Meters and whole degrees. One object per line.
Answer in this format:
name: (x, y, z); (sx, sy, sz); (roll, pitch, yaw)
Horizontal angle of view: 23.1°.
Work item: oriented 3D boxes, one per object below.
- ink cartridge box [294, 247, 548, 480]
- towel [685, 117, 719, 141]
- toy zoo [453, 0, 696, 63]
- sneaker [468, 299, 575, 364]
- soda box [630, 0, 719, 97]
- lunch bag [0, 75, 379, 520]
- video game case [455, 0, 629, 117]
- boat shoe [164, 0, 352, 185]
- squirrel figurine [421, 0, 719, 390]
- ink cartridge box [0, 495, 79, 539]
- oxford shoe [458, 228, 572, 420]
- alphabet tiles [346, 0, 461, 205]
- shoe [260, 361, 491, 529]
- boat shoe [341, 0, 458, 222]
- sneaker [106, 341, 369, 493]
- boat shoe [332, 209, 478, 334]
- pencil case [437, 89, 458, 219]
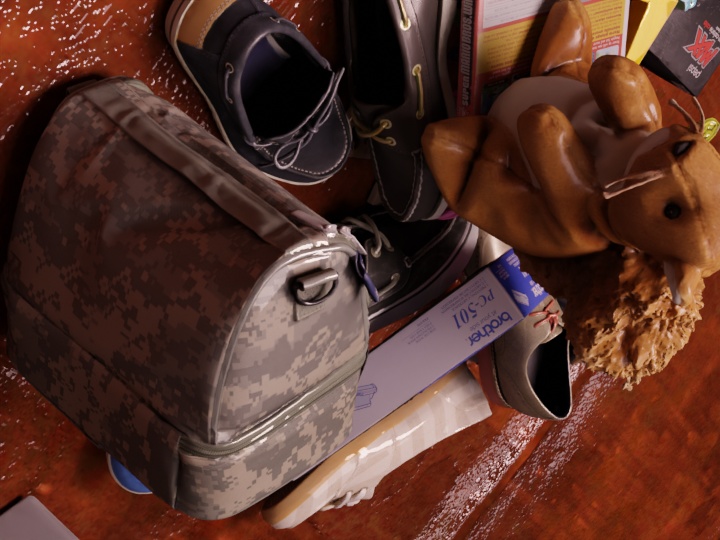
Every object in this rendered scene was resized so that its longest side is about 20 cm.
ink cartridge box: (0.031, 0.062, 1.198); (0.200, 0.044, 0.094); (-37, 177, 20)
towel: (0.182, -0.062, 1.286); (0.086, 0.018, 0.200); (-37, -175, -23)
toy zoo: (0.142, -0.199, 1.131); (0.199, 0.020, 0.132); (14, 106, -33)
sneaker: (0.144, 0.053, 1.404); (0.199, 0.083, 0.072); (-11, 130, -48)
soda box: (0.206, -0.195, 1.263); (0.071, 0.063, 0.200); (-56, 149, 5)
lunch bag: (-0.090, 0.008, 0.933); (0.139, 0.200, 0.168); (-30, 143, -33)
video game case: (0.115, -0.145, 1.095); (0.142, 0.017, 0.201); (-19, 121, -39)
boat shoe: (-0.046, -0.098, 1.021); (0.075, 0.062, 0.200); (-51, 150, -7)
squirrel figurine: (0.160, -0.034, 1.039); (0.141, 0.186, 0.201); (-39, 132, -26)
ink cartridge box: (-0.224, 0.263, 1.114); (0.146, 0.084, 0.201); (-36, 146, -27)
oxford shoe: (0.119, 0.016, 1.262); (0.070, 0.075, 0.201); (-29, 120, -26)
alphabet tiles: (0.060, -0.117, 1.198); (0.199, 0.008, 0.168); (2, 119, -54)
shoe: (0.015, 0.137, 1.309); (0.200, 0.054, 0.070); (-35, -179, -21)
boat shoe: (0.019, -0.115, 1.078); (0.060, 0.072, 0.202); (-24, 127, -32)
sneaker: (-0.076, 0.080, 1.071); (0.200, 0.111, 0.077); (-39, 113, 6)
boat shoe: (0.000, 0.000, 1.170); (0.200, 0.071, 0.064); (-36, 145, -22)
pencil case: (0.110, -0.099, 1.198); (0.199, 0.094, 0.091); (-19, 180, -44)
